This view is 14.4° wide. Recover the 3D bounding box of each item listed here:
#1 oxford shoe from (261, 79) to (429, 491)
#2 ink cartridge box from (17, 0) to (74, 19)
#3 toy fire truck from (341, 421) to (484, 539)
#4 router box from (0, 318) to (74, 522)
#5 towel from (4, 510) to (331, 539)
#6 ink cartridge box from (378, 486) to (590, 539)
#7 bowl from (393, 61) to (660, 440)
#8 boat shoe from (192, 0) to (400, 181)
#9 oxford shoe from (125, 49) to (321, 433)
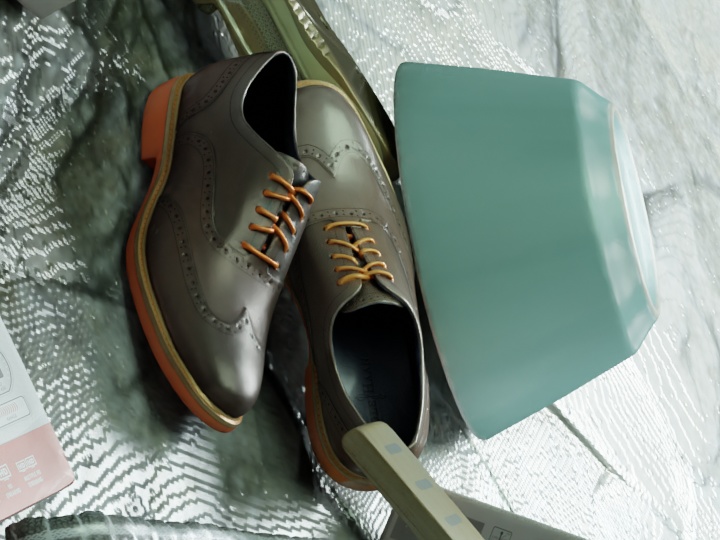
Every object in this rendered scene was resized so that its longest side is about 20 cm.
[{"bbox_3d":[0.000,0.000,1.344,0.071,0.073,0.200,-11,79,-16],"label":"oxford shoe"},{"bbox_3d":[-0.147,-0.243,1.244,0.200,0.146,0.147,41,35,-39],"label":"ink cartridge box"},{"bbox_3d":[0.051,0.164,1.207,0.176,0.128,0.200,-74,167,-86],"label":"toy fire truck"},{"bbox_3d":[-0.206,0.029,1.017,0.180,0.049,0.200,65,27,0],"label":"router box"},{"bbox_3d":[-0.067,0.180,1.101,0.200,0.086,0.166,13,58,-58],"label":"towel"},{"bbox_3d":[0.135,0.165,1.367,0.176,0.200,0.045,30,80,-47],"label":"ink cartridge box"},{"bbox_3d":[0.092,-0.020,1.465,0.201,0.105,0.201,-12,90,-79],"label":"bowl"},{"bbox_3d":[-0.052,-0.120,1.416,0.201,0.063,0.073,57,12,-8],"label":"boat shoe"},{"bbox_3d":[-0.058,-0.020,1.297,0.071,0.072,0.200,36,38,-43],"label":"oxford shoe"}]
